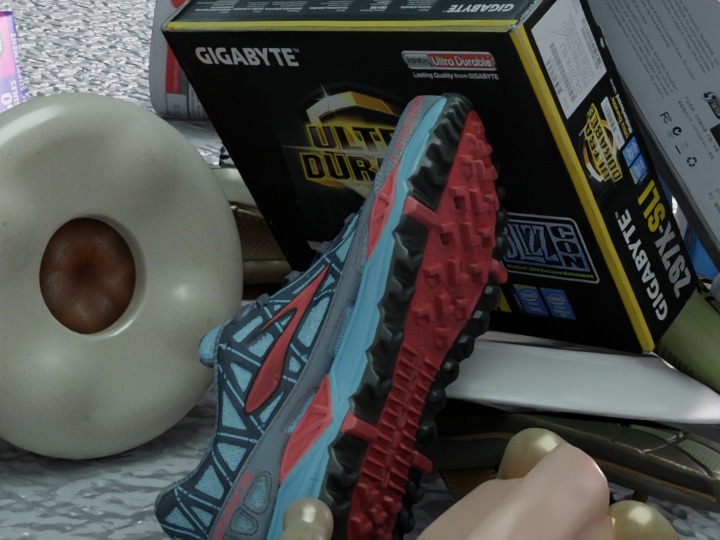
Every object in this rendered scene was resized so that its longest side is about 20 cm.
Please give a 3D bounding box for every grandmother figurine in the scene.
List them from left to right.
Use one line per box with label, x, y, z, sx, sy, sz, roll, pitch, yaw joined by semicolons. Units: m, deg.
grandmother figurine;0.021;0.110;0.529;0.121;0.061;0.200;29;31;18

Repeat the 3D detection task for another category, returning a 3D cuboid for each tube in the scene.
tube;0.127;0.006;0.790;0.058;0.052;0.200;-27;66;-41

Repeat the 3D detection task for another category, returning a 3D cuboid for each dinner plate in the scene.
dinner plate;0.059;0.039;0.745;0.200;0.024;0.200;7;-1;0

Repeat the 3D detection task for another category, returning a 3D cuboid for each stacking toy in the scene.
stacking toy;-0.158;0.004;0.770;0.146;0.146;0.200;-8;4;-37

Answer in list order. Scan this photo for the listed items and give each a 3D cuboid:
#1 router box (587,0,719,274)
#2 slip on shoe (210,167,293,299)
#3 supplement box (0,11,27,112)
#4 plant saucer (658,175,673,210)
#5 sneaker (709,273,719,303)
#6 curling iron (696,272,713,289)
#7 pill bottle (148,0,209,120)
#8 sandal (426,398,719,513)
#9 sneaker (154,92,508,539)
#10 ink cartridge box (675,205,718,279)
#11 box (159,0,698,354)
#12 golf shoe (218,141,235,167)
router box;0.141;-0.072;0.762;0.049;0.200;0.179;-31;4;8
slip on shoe;0.000;0.000;0.891;0.200;0.061;0.076;14;-20;-32
supplement box;-0.260;-0.065;0.892;0.103;0.101;0.200;-3;14;25
plant saucer;0.131;-0.010;0.945;0.019;0.070;0.200;1;14;27
sneaker;0.221;0.040;0.817;0.092;0.076;0.200;-10;23;-31
curling iron;0.137;0.021;0.877;0.050;0.026;0.200;30;19;23
pill bottle;-0.044;-0.156;1.256;0.200;0.114;0.114;7;18;-1
sandal;0.061;0.080;0.674;0.200;0.055;0.082;2;-1;37
sneaker;-0.015;0.019;0.631;0.095;0.200;0.079;10;-23;30
ink cartridge box;0.231;-0.093;1.014;0.068;0.200;0.115;7;18;3
box;0.027;-0.049;0.739;0.200;0.160;0.049;8;48;43
golf shoe;-0.017;-0.065;1.047;0.094;0.078;0.200;13;20;20
